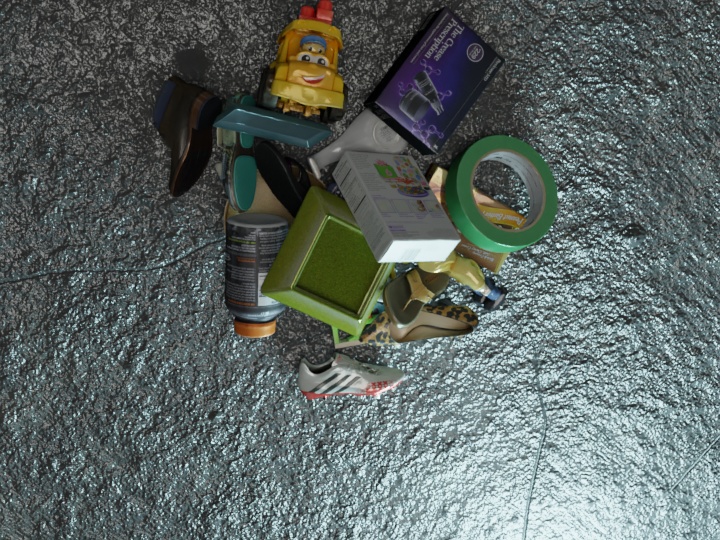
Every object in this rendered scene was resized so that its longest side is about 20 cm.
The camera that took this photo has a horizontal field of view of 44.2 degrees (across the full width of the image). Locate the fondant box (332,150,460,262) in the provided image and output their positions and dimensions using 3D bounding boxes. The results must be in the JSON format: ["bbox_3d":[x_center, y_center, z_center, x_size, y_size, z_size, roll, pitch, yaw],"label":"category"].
[{"bbox_3d":[0.058,-0.107,1.473,0.144,0.200,0.058,-1,142,-36],"label":"fondant box"}]

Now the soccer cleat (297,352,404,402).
[{"bbox_3d":[-0.018,0.190,1.635,0.199,0.069,0.086,-5,110,-1],"label":"soccer cleat"}]

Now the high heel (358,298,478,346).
[{"bbox_3d":[0.104,0.103,1.567,0.199,0.143,0.072,-19,109,-14],"label":"high heel"}]

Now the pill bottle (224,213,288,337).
[{"bbox_3d":[-0.178,0.010,1.507,0.106,0.106,0.201,1,105,-8],"label":"pill bottle"}]

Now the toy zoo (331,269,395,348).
[{"bbox_3d":[0.002,0.037,1.618,0.131,0.020,0.201,-9,107,-5],"label":"toy zoo"}]

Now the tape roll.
[{"bbox_3d":[0.245,-0.133,1.539,0.200,0.048,0.201,5,76,-20],"label":"tape roll"}]

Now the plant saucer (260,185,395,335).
[{"bbox_3d":[-0.034,-0.009,1.471,0.200,0.048,0.200,25,92,-23],"label":"plant saucer"}]

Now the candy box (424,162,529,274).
[{"bbox_3d":[0.187,-0.092,1.587,0.200,0.055,0.116,28,100,-14],"label":"candy box"}]

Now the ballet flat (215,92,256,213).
[{"bbox_3d":[-0.212,-0.196,1.491,0.074,0.074,0.201,4,87,-8],"label":"ballet flat"}]

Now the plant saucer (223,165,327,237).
[{"bbox_3d":[-0.139,-0.089,1.557,0.199,0.035,0.201,-2,105,-6],"label":"plant saucer"}]

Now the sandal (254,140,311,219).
[{"bbox_3d":[-0.110,-0.139,1.501,0.048,0.075,0.201,-49,115,-33],"label":"sandal"}]

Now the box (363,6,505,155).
[{"bbox_3d":[0.124,-0.314,1.488,0.141,0.079,0.200,37,86,-18],"label":"box"}]

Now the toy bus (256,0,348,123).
[{"bbox_3d":[-0.081,-0.340,1.417,0.135,0.200,0.193,11,96,-11],"label":"toy bus"}]

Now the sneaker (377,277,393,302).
[{"bbox_3d":[0.000,0.000,1.558,0.199,0.075,0.089,15,92,-17],"label":"sneaker"}]

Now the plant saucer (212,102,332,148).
[{"bbox_3d":[-0.142,-0.238,1.460,0.199,0.070,0.019,8,69,-41],"label":"plant saucer"}]

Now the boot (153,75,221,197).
[{"bbox_3d":[-0.303,-0.227,1.494,0.097,0.075,0.200,36,119,19],"label":"boot"}]

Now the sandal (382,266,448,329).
[{"bbox_3d":[0.104,0.031,1.548,0.054,0.200,0.080,-35,90,43],"label":"sandal"}]

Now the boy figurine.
[{"bbox_3d":[0.179,0.008,1.562,0.200,0.124,0.065,30,96,-41],"label":"boy figurine"}]

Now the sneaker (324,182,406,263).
[{"bbox_3d":[0.016,-0.085,1.553,0.200,0.082,0.074,35,102,-16],"label":"sneaker"}]

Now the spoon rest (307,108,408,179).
[{"bbox_3d":[-0.004,-0.221,1.535,0.199,0.061,0.100,-27,108,-13],"label":"spoon rest"}]
